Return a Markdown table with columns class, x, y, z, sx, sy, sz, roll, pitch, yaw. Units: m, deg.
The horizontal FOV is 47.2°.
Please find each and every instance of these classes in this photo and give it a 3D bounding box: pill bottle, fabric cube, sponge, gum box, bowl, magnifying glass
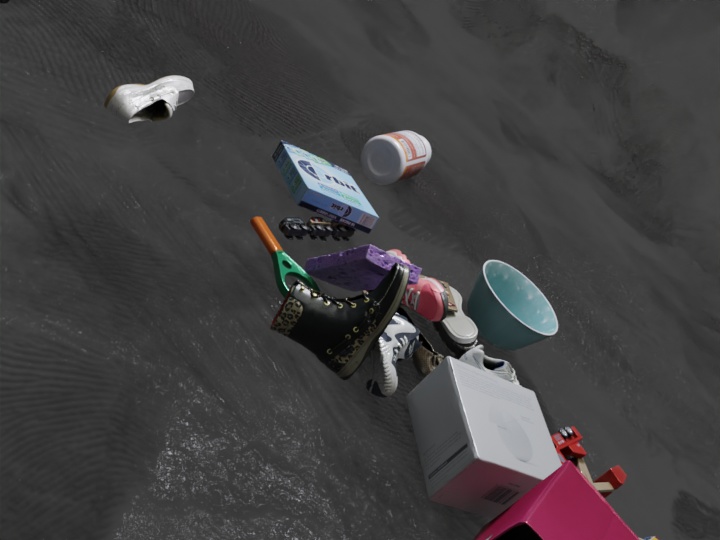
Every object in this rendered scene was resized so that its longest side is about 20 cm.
| class | x | y | z | sx | sy | sz | roll | pitch | yaw |
| --- | --- | --- | --- | --- | --- | --- | --- | --- | --- |
| pill bottle | 0.090 | -0.268 | 1.927 | 0.112 | 0.112 | 0.200 | 47 | 29 | 10 |
| fabric cube | 0.253 | 0.415 | 1.104 | 0.200 | 0.196 | 0.199 | 48 | 30 | 12 |
| sponge | 0.000 | 0.000 | 1.387 | 0.111 | 0.200 | 0.030 | 23 | 73 | -30 |
| gum box | -0.071 | -0.166 | 1.625 | 0.169 | 0.045 | 0.200 | 20 | 23 | -32 |
| bowl | 0.298 | 0.086 | 1.703 | 0.200 | 0.105 | 0.201 | 30 | 31 | -21 |
| magnifying glass | -0.133 | -0.012 | 1.404 | 0.079 | 0.022 | 0.200 | -1 | 52 | -51 |

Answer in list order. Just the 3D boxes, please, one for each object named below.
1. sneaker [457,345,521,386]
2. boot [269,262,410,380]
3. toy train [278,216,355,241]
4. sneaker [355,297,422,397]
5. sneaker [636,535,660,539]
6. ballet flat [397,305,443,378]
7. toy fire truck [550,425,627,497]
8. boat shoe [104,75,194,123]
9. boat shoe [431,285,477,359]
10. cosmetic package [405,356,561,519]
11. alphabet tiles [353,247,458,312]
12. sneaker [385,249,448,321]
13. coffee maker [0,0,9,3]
| class | x | y | z | sx | sy | sz | roll | pitch | yaw |
| --- | --- | --- | --- | --- | --- | --- | --- | --- | --- |
| sneaker | 0.256 | 0.215 | 1.494 | 0.200 | 0.087 | 0.075 | 36 | 27 | -12 |
| boot | -0.030 | 0.050 | 1.271 | 0.153 | 0.204 | 0.073 | 32 | 5 | -8 |
| toy train | -0.079 | -0.080 | 1.547 | 0.046 | 0.034 | 0.200 | 45 | 27 | 29 |
| sneaker | 0.058 | 0.133 | 1.370 | 0.129 | 0.080 | 0.199 | 13 | 29 | -28 |
| sneaker | 0.528 | 0.511 | 1.432 | 0.200 | 0.075 | 0.090 | 30 | 36 | -21 |
| ballet flat | 0.090 | 0.110 | 1.473 | 0.067 | 0.046 | 0.200 | 5 | 42 | -46 |
| toy fire truck | 0.396 | 0.359 | 1.506 | 0.200 | 0.049 | 0.141 | -3 | 52 | -52 |
| boat shoe | -0.361 | -0.294 | 1.464 | 0.069 | 0.071 | 0.200 | 47 | 38 | 8 |
| boat shoe | 0.172 | 0.095 | 1.583 | 0.074 | 0.061 | 0.200 | -8 | 33 | -15 |
| cosmetic package | 0.197 | 0.272 | 1.306 | 0.199 | 0.123 | 0.200 | 25 | 34 | -28 |
| alphabet tiles | 0.086 | 0.026 | 1.562 | 0.199 | 0.008 | 0.167 | 17 | 27 | -16 |
| sneaker | 0.075 | 0.036 | 1.469 | 0.086 | 0.074 | 0.200 | -11 | 36 | -34 |
| coffee maker | -0.628 | -0.560 | 1.465 | 0.193 | 0.134 | 0.200 | 63 | 28 | -10 |
